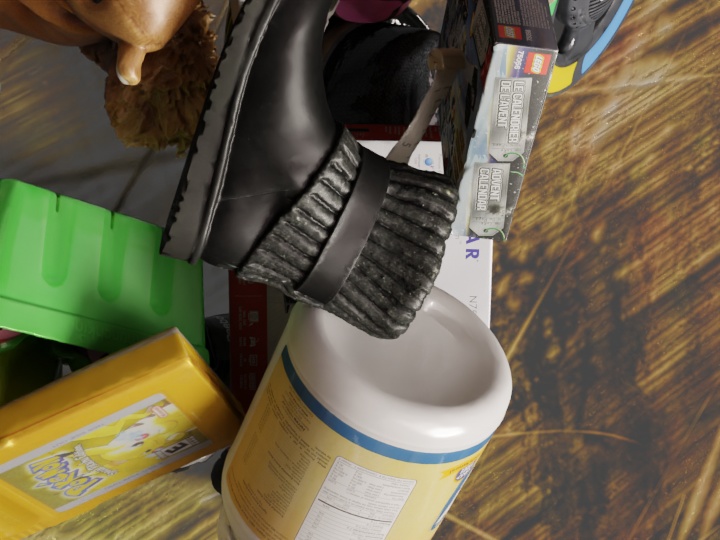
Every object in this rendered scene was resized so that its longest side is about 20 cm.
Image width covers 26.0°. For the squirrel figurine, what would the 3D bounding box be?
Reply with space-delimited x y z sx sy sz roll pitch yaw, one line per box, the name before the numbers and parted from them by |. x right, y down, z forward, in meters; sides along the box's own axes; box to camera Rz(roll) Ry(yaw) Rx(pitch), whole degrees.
squirrel figurine | -0.139 -0.166 0.925 0.142 0.187 0.200 -50 132 -10

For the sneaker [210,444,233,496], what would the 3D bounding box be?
sneaker | -0.056 0.218 1.247 0.086 0.080 0.200 -47 127 1

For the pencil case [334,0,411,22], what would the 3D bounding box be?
pencil case | 0.015 -0.234 1.012 0.091 0.200 0.094 -22 83 -19

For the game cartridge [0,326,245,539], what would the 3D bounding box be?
game cartridge | -0.179 0.115 0.990 0.200 0.032 0.176 -27 158 -1

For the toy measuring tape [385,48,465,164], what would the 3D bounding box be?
toy measuring tape | -0.003 -0.068 0.977 0.073 0.074 0.200 0 129 -40

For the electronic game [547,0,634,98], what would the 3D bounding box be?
electronic game | 0.181 -0.227 1.221 0.200 0.042 0.200 -45 153 -30

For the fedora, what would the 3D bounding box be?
fedora | 0.027 -0.103 1.122 0.200 0.092 0.201 -1 92 -38

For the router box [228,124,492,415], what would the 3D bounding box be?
router box | 0.000 0.000 1.070 0.179 0.049 0.200 0 108 1

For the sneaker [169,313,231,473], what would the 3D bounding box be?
sneaker | -0.082 0.062 1.159 0.200 0.066 0.091 -34 130 -20

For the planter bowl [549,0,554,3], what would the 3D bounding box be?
planter bowl | 0.103 -0.290 1.088 0.135 0.200 0.200 32 87 -16

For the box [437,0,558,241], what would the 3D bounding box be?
box | 0.080 -0.133 0.966 0.040 0.200 0.137 6 130 -5

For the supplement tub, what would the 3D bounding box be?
supplement tub | -0.005 0.114 0.995 0.145 0.145 0.200 -8 138 -37

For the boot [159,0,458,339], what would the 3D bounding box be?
boot | -0.012 -0.076 0.890 0.158 0.079 0.211 18 106 -9

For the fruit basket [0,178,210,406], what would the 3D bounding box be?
fruit basket | -0.214 0.053 1.002 0.215 0.155 0.216 -9 102 -47

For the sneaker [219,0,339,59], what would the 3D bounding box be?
sneaker | -0.064 -0.140 0.983 0.074 0.085 0.200 13 72 -28
